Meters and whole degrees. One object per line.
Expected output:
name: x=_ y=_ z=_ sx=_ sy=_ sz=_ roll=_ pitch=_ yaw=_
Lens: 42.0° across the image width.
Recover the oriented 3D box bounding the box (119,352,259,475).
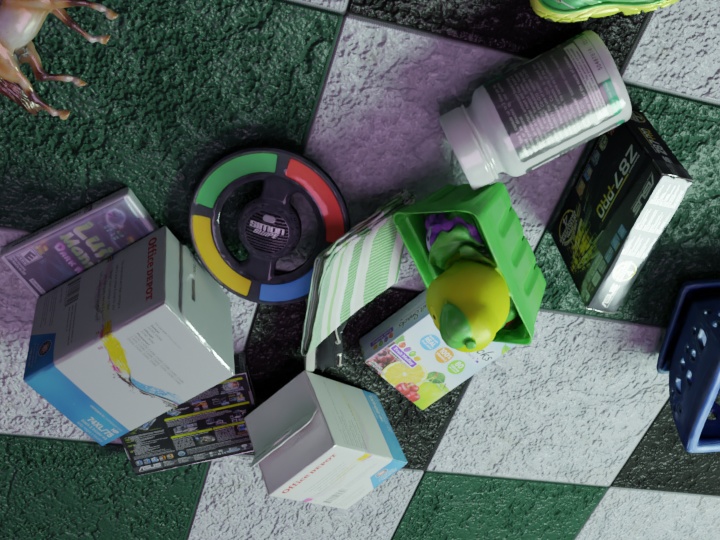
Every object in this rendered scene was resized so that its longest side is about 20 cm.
box: x=-0.244 y=0.206 z=1.334 sx=0.197 sy=0.044 sz=0.162 roll=-12 pitch=128 yaw=-3

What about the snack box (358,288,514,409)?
snack box: x=0.118 y=0.093 z=1.312 sx=0.199 sy=0.053 sz=0.142 roll=-37 pitch=126 yaw=16

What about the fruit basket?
fruit basket: x=0.123 y=0.018 z=1.114 sx=0.154 sy=0.217 sz=0.216 roll=2 pitch=146 yaw=45

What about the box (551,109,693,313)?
box: x=0.313 y=-0.075 z=1.152 sx=0.049 sy=0.162 sz=0.201 roll=9 pitch=126 yaw=-17

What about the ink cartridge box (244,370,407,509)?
ink cartridge box: x=-0.056 y=0.237 z=1.310 sx=0.128 sy=0.126 sz=0.199 roll=-39 pitch=143 yaw=19

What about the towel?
towel: x=0.000 y=0.000 z=1.150 sx=0.023 sy=0.200 sz=0.154 roll=28 pitch=130 yaw=21

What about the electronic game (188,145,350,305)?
electronic game: x=-0.110 y=-0.051 z=1.126 sx=0.197 sy=0.042 sz=0.202 roll=3 pitch=113 yaw=7

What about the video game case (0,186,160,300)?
video game case: x=-0.315 y=0.010 z=1.178 sx=0.180 sy=0.023 sz=0.201 roll=-24 pitch=128 yaw=8

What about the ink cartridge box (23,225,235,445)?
ink cartridge box: x=-0.274 y=0.079 z=1.134 sx=0.199 sy=0.147 sz=0.146 roll=-28 pitch=128 yaw=12

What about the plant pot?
plant pot: x=0.542 y=0.121 z=1.340 sx=0.197 sy=0.181 sz=0.202 roll=-4 pitch=129 yaw=-8

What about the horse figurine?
horse figurine: x=-0.332 y=-0.241 z=0.957 sx=0.132 sy=0.050 sz=0.200 roll=29 pitch=124 yaw=-15

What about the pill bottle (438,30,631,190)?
pill bottle: x=0.198 y=-0.179 z=1.077 sx=0.198 sy=0.114 sz=0.113 roll=-27 pitch=128 yaw=9

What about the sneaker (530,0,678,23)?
sneaker: x=0.281 y=-0.323 z=1.006 sx=0.198 sy=0.075 sz=0.084 roll=-13 pitch=133 yaw=-1

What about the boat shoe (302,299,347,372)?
boat shoe: x=-0.043 y=0.059 z=1.241 sx=0.060 sy=0.074 sz=0.202 roll=-3 pitch=130 yaw=-10
